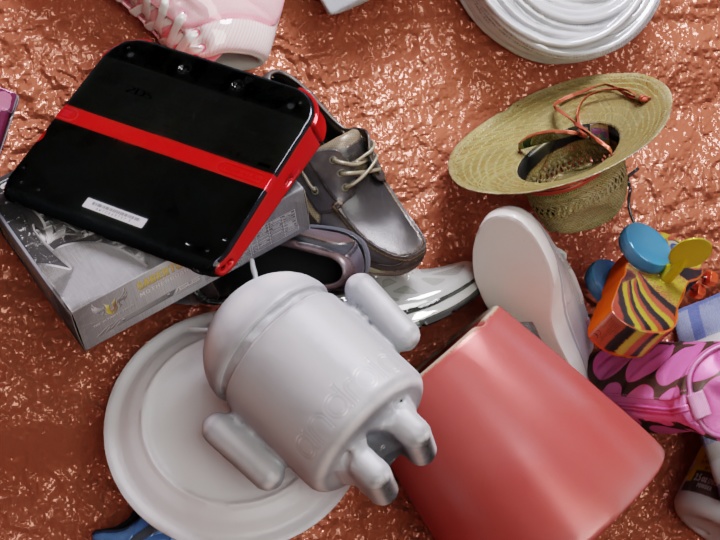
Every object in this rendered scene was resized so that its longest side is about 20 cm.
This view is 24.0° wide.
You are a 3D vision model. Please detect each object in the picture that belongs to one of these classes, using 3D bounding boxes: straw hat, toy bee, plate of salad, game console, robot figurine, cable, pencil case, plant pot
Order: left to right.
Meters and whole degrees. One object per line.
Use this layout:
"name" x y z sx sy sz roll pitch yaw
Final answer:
"game console" -0.143 -0.088 1.269 0.199 0.031 0.177 19 61 22
"plate of salad" -0.095 0.122 1.290 0.199 0.048 0.201 1 59 -1
"robot figurine" -0.034 0.079 1.223 0.200 0.113 0.170 41 76 20
"plant pot" 0.112 0.138 1.343 0.200 0.200 0.177 -39 89 -18
"cable" 0.171 -0.278 1.456 0.199 0.069 0.201 17 81 -16
"straw hat" 0.178 -0.080 1.399 0.201 0.201 0.085 -31 118 -18
"toy bee" 0.250 0.002 1.402 0.108 0.131 0.201 28 61 -11
"pencil case" 0.253 0.100 1.378 0.093 0.200 0.091 -6 87 -21

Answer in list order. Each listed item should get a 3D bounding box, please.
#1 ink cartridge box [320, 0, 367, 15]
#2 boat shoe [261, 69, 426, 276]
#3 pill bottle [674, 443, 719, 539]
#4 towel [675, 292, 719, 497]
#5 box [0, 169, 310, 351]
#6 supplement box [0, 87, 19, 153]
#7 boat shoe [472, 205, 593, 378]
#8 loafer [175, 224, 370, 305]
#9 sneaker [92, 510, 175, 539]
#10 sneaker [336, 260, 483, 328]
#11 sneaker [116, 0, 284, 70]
"ink cartridge box" 0.027 -0.322 1.375 0.199 0.050 0.163 -26 95 14
"boat shoe" -0.024 -0.078 1.336 0.200 0.073 0.074 43 49 8
"pill bottle" 0.360 0.145 1.459 0.109 0.109 0.200 34 75 -13
"towel" 0.347 0.091 1.414 0.024 0.146 0.201 45 28 -46
"box" -0.163 -0.048 1.283 0.200 0.048 0.158 -29 51 -17
"supplement box" -0.319 -0.063 1.202 0.103 0.200 0.131 19 79 -16
"boat shoe" 0.150 0.017 1.390 0.200 0.072 0.069 61 40 -31
"loafer" -0.094 -0.007 1.303 0.199 0.063 0.072 -1 98 9
"sneaker" -0.121 0.164 1.319 0.200 0.066 0.078 -42 95 -17
"sneaker" 0.000 0.000 1.368 0.200 0.076 0.116 -19 93 -17
"sneaker" -0.154 -0.213 1.335 0.200 0.075 0.105 12 76 -21
